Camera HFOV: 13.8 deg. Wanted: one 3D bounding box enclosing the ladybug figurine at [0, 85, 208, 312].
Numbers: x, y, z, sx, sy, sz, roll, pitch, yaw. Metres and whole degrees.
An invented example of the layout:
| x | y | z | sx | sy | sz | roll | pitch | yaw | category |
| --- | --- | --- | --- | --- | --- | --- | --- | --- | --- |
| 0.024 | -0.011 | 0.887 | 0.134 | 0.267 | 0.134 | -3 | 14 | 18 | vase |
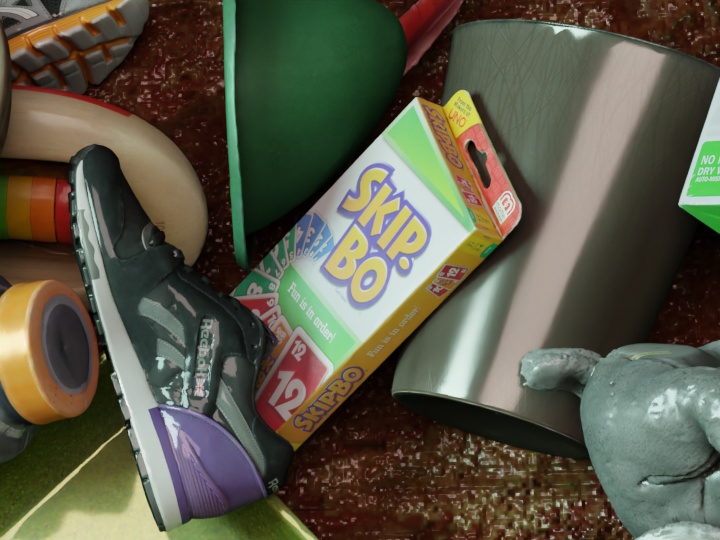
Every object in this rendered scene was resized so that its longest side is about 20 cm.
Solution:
| x | y | z | sx | sy | sz | roll | pitch | yaw | category |
| --- | --- | --- | --- | --- | --- | --- | --- | --- | --- |
| -0.179 | -0.045 | 1.591 | 0.199 | 0.136 | 0.072 | 7 | 36 | 0 | ladybug figurine |

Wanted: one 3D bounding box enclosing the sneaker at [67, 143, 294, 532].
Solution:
| x | y | z | sx | sy | sz | roll | pitch | yaw | category |
| --- | --- | --- | --- | --- | --- | --- | --- | --- | --- |
| -0.091 | 0.027 | 1.525 | 0.087 | 0.076 | 0.200 | -16 | 91 | -6 | sneaker |

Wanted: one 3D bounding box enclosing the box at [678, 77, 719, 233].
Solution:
| x | y | z | sx | sy | sz | roll | pitch | yaw | category |
| --- | --- | --- | --- | --- | --- | --- | --- | --- | --- |
| 0.280 | -0.070 | 1.519 | 0.097 | 0.200 | 0.177 | 1 | 65 | 51 | box |

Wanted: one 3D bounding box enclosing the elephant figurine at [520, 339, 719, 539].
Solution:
| x | y | z | sx | sy | sz | roll | pitch | yaw | category |
| --- | --- | --- | --- | --- | --- | --- | --- | --- | --- |
| 0.179 | 0.139 | 1.455 | 0.141 | 0.155 | 0.201 | -8 | 103 | -33 | elephant figurine |

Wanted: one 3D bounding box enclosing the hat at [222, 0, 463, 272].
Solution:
| x | y | z | sx | sy | sz | roll | pitch | yaw | category |
| --- | --- | --- | --- | --- | --- | --- | --- | --- | --- |
| 0.018 | -0.102 | 1.570 | 0.176 | 0.166 | 0.201 | -2 | 78 | 0 | hat |

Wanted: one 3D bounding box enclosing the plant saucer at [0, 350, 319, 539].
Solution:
| x | y | z | sx | sy | sz | roll | pitch | yaw | category |
| --- | --- | --- | --- | --- | --- | --- | --- | --- | --- |
| -0.129 | 0.174 | 1.550 | 0.200 | 0.048 | 0.200 | -42 | 75 | -9 | plant saucer |

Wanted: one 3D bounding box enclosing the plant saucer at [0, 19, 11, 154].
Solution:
| x | y | z | sx | sy | sz | roll | pitch | yaw | category |
| --- | --- | --- | --- | --- | --- | --- | --- | --- | --- |
| -0.253 | -0.064 | 1.526 | 0.200 | 0.029 | 0.201 | -19 | 55 | 28 | plant saucer |

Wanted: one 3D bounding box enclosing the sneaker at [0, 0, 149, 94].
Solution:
| x | y | z | sx | sy | sz | roll | pitch | yaw | category |
| --- | --- | --- | --- | --- | --- | --- | --- | --- | --- |
| -0.213 | -0.124 | 1.637 | 0.200 | 0.078 | 0.077 | -22 | 67 | -2 | sneaker |

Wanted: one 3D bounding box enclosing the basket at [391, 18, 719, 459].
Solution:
| x | y | z | sx | sy | sz | roll | pitch | yaw | category |
| --- | --- | --- | --- | --- | --- | --- | --- | --- | --- |
| 0.098 | -0.013 | 1.548 | 0.180 | 0.136 | 0.200 | 7 | 76 | 41 | basket |

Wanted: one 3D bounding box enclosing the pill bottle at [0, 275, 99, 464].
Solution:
| x | y | z | sx | sy | sz | roll | pitch | yaw | category |
| --- | --- | --- | --- | --- | --- | --- | --- | --- | --- |
| -0.236 | 0.056 | 1.532 | 0.200 | 0.106 | 0.107 | -12 | 70 | 24 | pill bottle |

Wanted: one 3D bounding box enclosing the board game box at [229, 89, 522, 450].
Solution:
| x | y | z | sx | sy | sz | roll | pitch | yaw | category |
| --- | --- | --- | --- | --- | --- | --- | --- | --- | --- |
| 0.000 | 0.000 | 1.536 | 0.200 | 0.030 | 0.096 | -44 | 48 | 25 | board game box |
